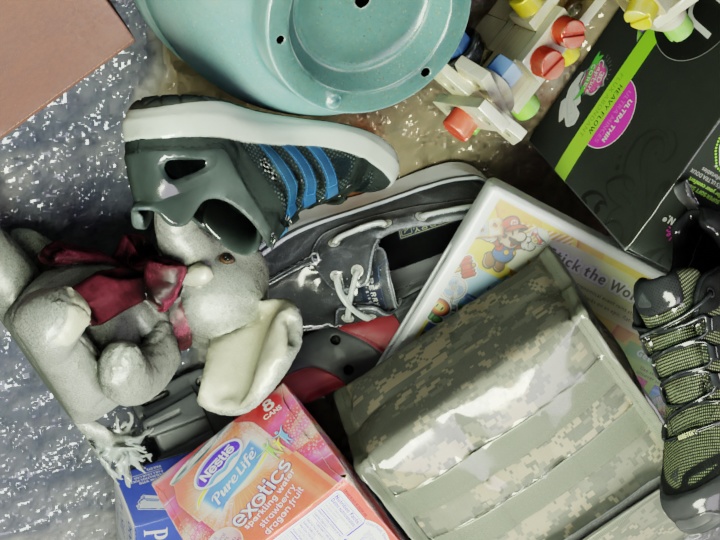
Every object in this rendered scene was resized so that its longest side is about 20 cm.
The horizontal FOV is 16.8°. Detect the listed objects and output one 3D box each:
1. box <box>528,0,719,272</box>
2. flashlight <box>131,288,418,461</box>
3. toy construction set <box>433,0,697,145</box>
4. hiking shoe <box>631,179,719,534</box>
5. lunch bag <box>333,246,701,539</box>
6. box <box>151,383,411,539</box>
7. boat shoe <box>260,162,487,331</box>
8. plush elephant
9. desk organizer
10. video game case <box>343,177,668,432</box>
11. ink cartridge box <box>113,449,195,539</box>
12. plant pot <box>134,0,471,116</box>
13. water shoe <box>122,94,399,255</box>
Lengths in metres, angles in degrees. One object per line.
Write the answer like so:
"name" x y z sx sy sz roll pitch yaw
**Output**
"box" 0.225 -0.104 1.466 0.124 0.149 0.200 25 106 -33
"flashlight" -0.036 0.075 1.508 0.199 0.068 0.068 -26 128 -8
"toy construction set" 0.115 -0.137 1.401 0.200 0.131 0.092 -40 127 -18
"hiking shoe" 0.182 0.050 1.353 0.100 0.201 0.076 35 139 -26
"lunch bag" 0.105 0.121 1.428 0.164 0.118 0.200 -33 116 6
"box" -0.022 0.174 1.429 0.102 0.095 0.200 -37 134 1
"boat shoe" 0.000 0.000 1.478 0.199 0.068 0.072 -21 125 -11
"plush elephant" -0.119 0.013 1.382 0.155 0.165 0.200 -36 128 -9
"desk organizer" -0.228 -0.108 1.313 0.200 0.072 0.077 -36 129 0
"video game case" 0.119 0.064 1.479 0.199 0.023 0.183 27 108 -13
"ink cartridge box" -0.102 0.186 1.520 0.094 0.044 0.201 -16 143 -15
"plant pot" -0.017 -0.167 1.331 0.199 0.134 0.201 -11 122 -18
"water shoe" -0.058 -0.046 1.347 0.199 0.071 0.079 8 84 -47
